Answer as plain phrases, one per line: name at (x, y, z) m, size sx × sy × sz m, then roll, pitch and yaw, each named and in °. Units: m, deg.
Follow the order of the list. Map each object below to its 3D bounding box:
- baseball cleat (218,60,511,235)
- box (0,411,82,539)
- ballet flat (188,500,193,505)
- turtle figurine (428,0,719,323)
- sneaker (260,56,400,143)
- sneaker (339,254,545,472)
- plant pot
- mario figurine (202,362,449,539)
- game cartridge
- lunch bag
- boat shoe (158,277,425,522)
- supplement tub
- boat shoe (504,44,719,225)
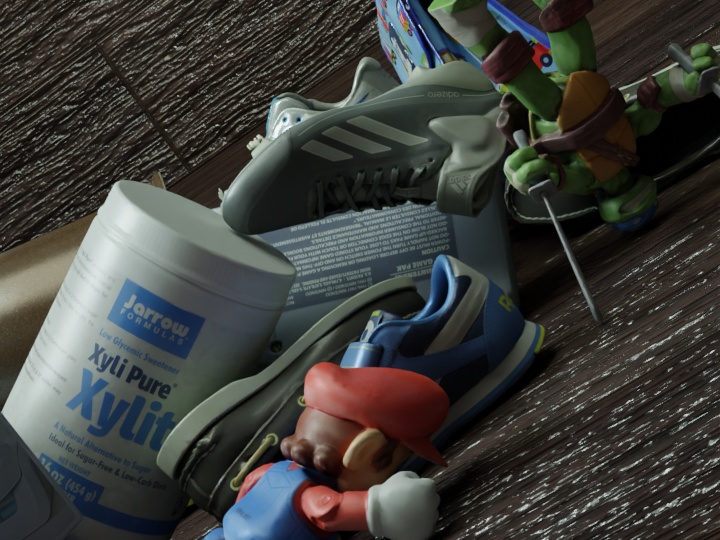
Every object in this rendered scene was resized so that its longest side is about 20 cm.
baseball cleat at (0.014, -0.062, 1.512) m, size 0.199 × 0.107 × 0.070 m, roll -31°, pitch -31°, yaw -18°
box at (-0.294, 0.129, 1.445) m, size 0.199 × 0.177 × 0.097 m, roll -25°, pitch 16°, yaw 43°
ballet flat at (-0.139, 0.135, 1.681) m, size 0.200 × 0.067 × 0.067 m, roll -39°, pitch -31°, yaw 15°
turtle figurine at (0.142, -0.107, 1.448) m, size 0.143 × 0.195 × 0.200 m, roll -33°, pitch 13°, yaw 10°
sneaker at (-0.047, -0.071, 1.660) m, size 0.199 × 0.087 × 0.075 m, roll -37°, pitch 11°, yaw 7°
sneaker at (0.011, 0.074, 1.390) m, size 0.200 × 0.082 × 0.074 m, roll -42°, pitch 12°, yaw -16°
plant pot at (-0.207, 0.055, 1.774) m, size 0.197 × 0.202 × 0.200 m, roll -19°, pitch 8°, yaw -5°
mario figurine at (-0.021, 0.139, 1.285) m, size 0.200 × 0.123 × 0.106 m, roll -46°, pitch -31°, yaw -10°
game cartridge at (0.000, 0.000, 1.569) m, size 0.198 × 0.134 × 0.042 m, roll -13°, pitch -22°, yaw 11°
lunch bag at (0.073, -0.147, 1.728) m, size 0.094 × 0.200 × 0.151 m, roll -37°, pitch -22°, yaw -8°
boat shoe at (-0.028, 0.078, 1.457) m, size 0.201 × 0.061 × 0.072 m, roll -36°, pitch -21°, yaw -27°
supplement tub at (-0.137, 0.061, 1.498) m, size 0.132 × 0.131 × 0.201 m, roll -90°, pitch 26°, yaw -79°
boat shoe at (0.171, -0.083, 1.585) m, size 0.200 × 0.072 × 0.061 m, roll -30°, pitch 7°, yaw 27°
